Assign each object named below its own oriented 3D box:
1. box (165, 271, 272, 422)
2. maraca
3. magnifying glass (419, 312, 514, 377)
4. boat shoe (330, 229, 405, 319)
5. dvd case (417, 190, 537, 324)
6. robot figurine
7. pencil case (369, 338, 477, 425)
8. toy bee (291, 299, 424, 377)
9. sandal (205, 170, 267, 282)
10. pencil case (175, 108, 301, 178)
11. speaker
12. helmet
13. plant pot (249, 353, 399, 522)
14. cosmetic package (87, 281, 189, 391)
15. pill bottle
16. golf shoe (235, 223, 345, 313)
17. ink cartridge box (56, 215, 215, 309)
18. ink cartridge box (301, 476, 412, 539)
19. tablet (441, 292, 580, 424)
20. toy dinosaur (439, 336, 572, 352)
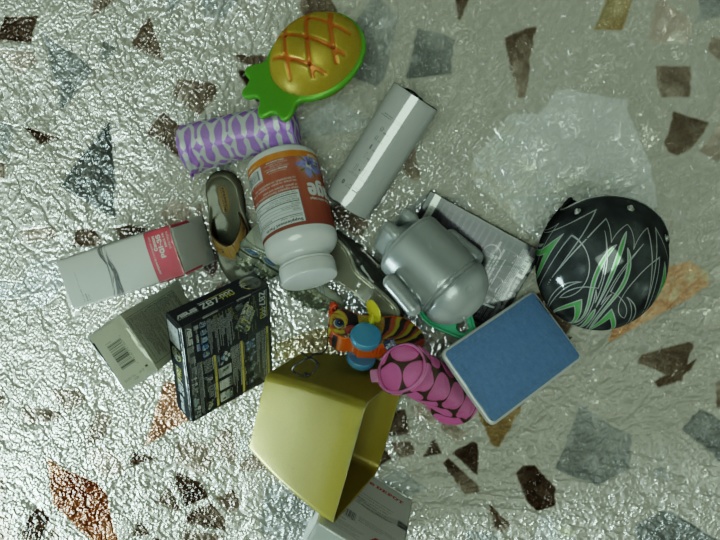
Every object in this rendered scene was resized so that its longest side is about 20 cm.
[{"bbox_3d":[-0.213,0.120,1.197,0.049,0.161,0.201,36,139,36],"label":"box"},{"bbox_3d":[-0.083,-0.303,1.143,0.200,0.107,0.137,-38,66,-1],"label":"maraca"},{"bbox_3d":[0.163,0.093,1.192,0.080,0.022,0.200,-41,77,0],"label":"magnifying glass"},{"bbox_3d":[0.000,0.000,1.234,0.200,0.057,0.067,47,131,1],"label":"boat shoe"},{"bbox_3d":[0.162,-0.014,1.220,0.199,0.016,0.149,29,105,1],"label":"dvd case"},{"bbox_3d":[0.111,0.000,1.152,0.169,0.113,0.200,-36,74,-27],"label":"robot figurine"},{"bbox_3d":[0.102,0.175,1.169,0.093,0.091,0.200,-27,142,21],"label":"pencil case"},{"bbox_3d":[-0.006,0.089,1.179,0.199,0.109,0.131,10,134,-31],"label":"toy bee"},{"bbox_3d":[-0.206,-0.062,1.243,0.081,0.055,0.201,-9,100,10],"label":"sandal"},{"bbox_3d":[-0.188,-0.202,1.197,0.199,0.084,0.086,-11,112,10],"label":"pencil case"},{"bbox_3d":[0.032,-0.182,1.172,0.081,0.081,0.200,33,104,1],"label":"speaker"},{"bbox_3d":[0.344,-0.013,1.104,0.199,0.191,0.201,2,102,8],"label":"helmet"},{"bbox_3d":[-0.059,0.235,1.219,0.176,0.200,0.201,20,106,17],"label":"plant pot"},{"bbox_3d":[-0.330,0.099,1.219,0.071,0.200,0.105,-32,94,16],"label":"cosmetic package"},{"bbox_3d":[-0.098,-0.078,1.161,0.112,0.112,0.201,-19,73,11],"label":"pill bottle"},{"bbox_3d":[-0.097,-0.007,1.230,0.200,0.078,0.098,34,66,-19],"label":"golf shoe"},{"bbox_3d":[-0.353,-0.015,1.226,0.199,0.147,0.083,-16,98,11],"label":"ink cartridge box"},{"bbox_3d":[-0.006,0.414,1.238,0.146,0.200,0.083,31,107,2],"label":"ink cartridge box"},{"bbox_3d":[0.230,0.129,1.165,0.200,0.014,0.130,-30,78,-25],"label":"tablet"},{"bbox_3d":[0.235,0.138,1.211,0.199,0.077,0.103,-24,104,15],"label":"toy dinosaur"}]
